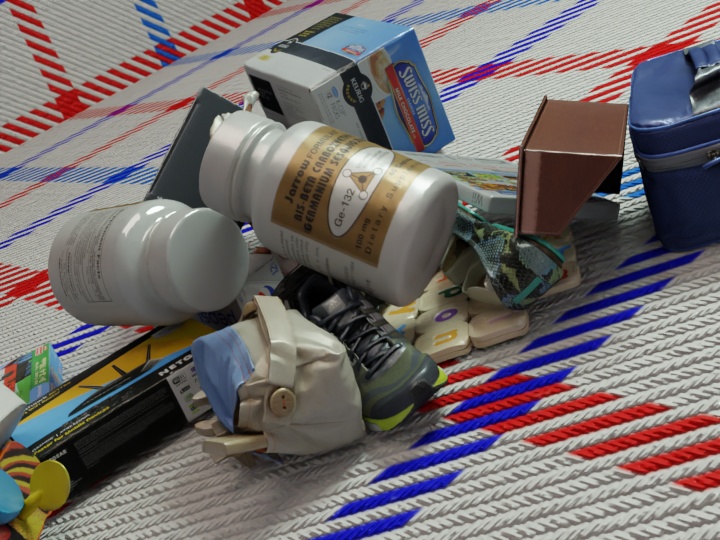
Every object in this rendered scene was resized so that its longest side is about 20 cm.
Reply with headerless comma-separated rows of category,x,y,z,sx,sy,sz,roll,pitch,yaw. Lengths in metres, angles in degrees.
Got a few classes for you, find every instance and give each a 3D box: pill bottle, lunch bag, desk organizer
pill bottle,-0.199,-0.006,1.031,0.199,0.115,0.114,-3,29,47
pill bottle,-0.029,-0.059,0.908,0.198,0.115,0.114,23,41,19
lunch bag,0.293,-0.117,0.908,0.134,0.134,0.200,-16,22,20
desk organizer,0.178,-0.089,0.905,0.076,0.073,0.200,5,21,13

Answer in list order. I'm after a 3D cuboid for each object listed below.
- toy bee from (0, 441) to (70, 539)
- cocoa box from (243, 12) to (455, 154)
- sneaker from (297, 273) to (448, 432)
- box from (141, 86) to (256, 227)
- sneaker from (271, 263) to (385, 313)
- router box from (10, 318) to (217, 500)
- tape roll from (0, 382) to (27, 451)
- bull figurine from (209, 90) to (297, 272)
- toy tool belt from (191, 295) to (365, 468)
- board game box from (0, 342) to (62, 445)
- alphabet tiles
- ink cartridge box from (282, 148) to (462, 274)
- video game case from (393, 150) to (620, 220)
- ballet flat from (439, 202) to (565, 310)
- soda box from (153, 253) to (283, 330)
toy bee,-0.269,0.206,0.796,0.131,0.109,0.200,-42,4,32
cocoa box,-0.015,-0.181,1.169,0.130,0.135,0.200,-31,27,-14
sneaker,-0.002,0.060,0.855,0.074,0.081,0.200,-40,26,-12
box,-0.166,-0.098,1.230,0.149,0.103,0.200,-63,6,-6
sneaker,0.000,0.000,1.012,0.199,0.075,0.079,-29,10,-26
router box,-0.215,0.119,0.995,0.199,0.052,0.149,-32,20,-21
tape roll,-0.345,0.177,0.878,0.204,0.037,0.203,-53,3,4
bull figurine,-0.092,-0.081,1.072,0.064,0.200,0.123,-7,68,15
toy tool belt,-0.087,0.086,0.846,0.122,0.126,0.200,-21,18,-19
board game box,-0.404,0.157,1.132,0.198,0.037,0.151,-28,22,-7
alphabet tiles,0.097,0.019,0.958,0.193,0.015,0.201,-21,21,15
ink cartridge box,-0.004,-0.060,1.180,0.198,0.068,0.116,-9,25,35
video game case,0.130,-0.082,1.040,0.141,0.018,0.200,2,16,-26
ballet flat,0.100,-0.013,0.924,0.074,0.075,0.200,-27,17,-8
soda box,-0.156,0.025,1.138,0.063,0.069,0.199,-38,26,-33
